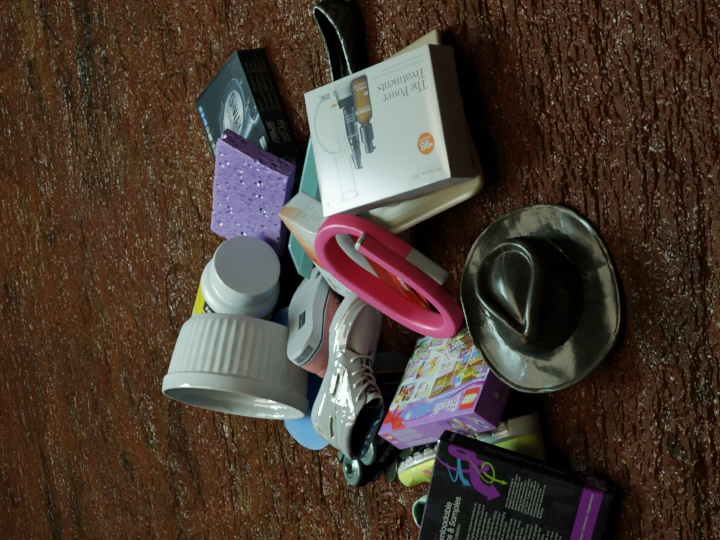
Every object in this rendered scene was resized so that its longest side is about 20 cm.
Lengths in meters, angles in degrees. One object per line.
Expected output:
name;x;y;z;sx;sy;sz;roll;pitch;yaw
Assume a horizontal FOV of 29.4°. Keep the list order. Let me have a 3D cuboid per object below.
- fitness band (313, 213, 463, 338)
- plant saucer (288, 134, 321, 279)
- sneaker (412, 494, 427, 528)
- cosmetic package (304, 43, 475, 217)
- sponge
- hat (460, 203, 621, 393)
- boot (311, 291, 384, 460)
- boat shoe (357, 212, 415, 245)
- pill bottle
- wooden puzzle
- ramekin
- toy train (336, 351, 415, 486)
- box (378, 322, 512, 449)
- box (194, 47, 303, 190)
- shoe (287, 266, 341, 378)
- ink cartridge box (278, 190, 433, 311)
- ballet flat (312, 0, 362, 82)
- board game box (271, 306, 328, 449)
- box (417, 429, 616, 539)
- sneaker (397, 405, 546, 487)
fitness band;0.033;0.009;1.591;0.199;0.038;0.144;35;157;0
plant saucer;-0.066;-0.085;1.786;0.070;0.019;0.202;-113;27;-45
sneaker;0.146;0.305;1.583;0.200;0.117;0.075;19;115;51
cosmetic package;0.030;-0.155;1.566;0.199;0.051;0.153;-16;83;42
sponge;-0.149;-0.099;1.883;0.111;0.030;0.201;28;145;10
hat;0.174;0.025;1.429;0.198;0.081;0.203;-4;82;30
boot;0.003;0.129;1.678;0.095;0.073;0.202;33;115;50
boat shoe;-0.011;-0.072;1.743;0.200;0.063;0.074;33;126;47
pill bottle;-0.177;0.042;1.954;0.115;0.113;0.201;62;154;23
wooden puzzle;0.062;-0.155;1.608;0.184;0.046;0.202;-25;75;45
ramekin;-0.161;0.128;1.842;0.199;0.198;0.106;-13;64;56
toy train;0.023;0.195;1.772;0.201;0.084;0.115;118;141;-47
box;0.109;0.127;1.579;0.199;0.039;0.138;-23;37;57
box;-0.157;-0.187;1.942;0.160;0.043;0.202;-35;71;55
shoe;-0.042;0.077;1.809;0.071;0.091;0.201;-43;22;25
ink cartridge box;0.000;0.000;1.692;0.200;0.050;0.163;36;166;48
ballet flat;-0.024;-0.238;1.715;0.066;0.056;0.203;-4;97;57
board game box;-0.066;0.147;1.917;0.157;0.039;0.203;-15;87;57
box;0.168;0.271;1.508;0.198;0.036;0.145;16;112;13
sneaker;0.129;0.228;1.585;0.199;0.078;0.091;-24;89;34
